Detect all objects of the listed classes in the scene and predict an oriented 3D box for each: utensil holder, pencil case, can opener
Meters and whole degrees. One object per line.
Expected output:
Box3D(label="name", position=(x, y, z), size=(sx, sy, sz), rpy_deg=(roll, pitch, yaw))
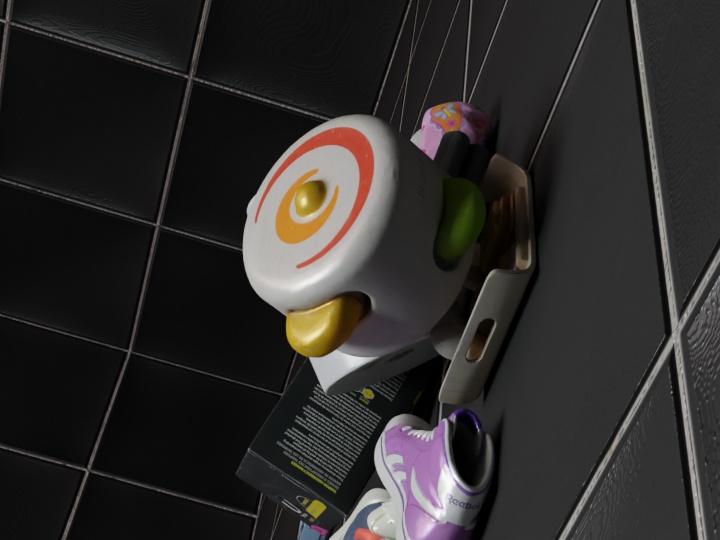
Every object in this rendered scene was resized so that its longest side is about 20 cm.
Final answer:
Box3D(label="utensil holder", position=(0.000, 0.000, 1.348), size=(0.170, 0.168, 0.202), rpy_deg=(120, 128, -70))
Box3D(label="pencil case", position=(0.096, -0.092, 1.477), size=(0.088, 0.086, 0.202), rpy_deg=(112, 171, -49))
Box3D(label="can opener", position=(0.074, -0.031, 1.238), size=(0.066, 0.052, 0.202), rpy_deg=(-6, 60, 53))

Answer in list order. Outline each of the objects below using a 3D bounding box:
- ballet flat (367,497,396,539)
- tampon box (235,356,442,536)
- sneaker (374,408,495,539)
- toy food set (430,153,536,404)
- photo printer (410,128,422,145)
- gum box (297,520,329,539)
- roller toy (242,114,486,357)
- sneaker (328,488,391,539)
Box3D(label="ballet flat", position=(0.029, 0.258, 1.233), size=(0.072, 0.071, 0.203), rpy_deg=(-99, 25, -78))
Box3D(label="tampon box", position=(-0.026, 0.161, 1.465), size=(0.201, 0.125, 0.150), rpy_deg=(-56, -2, -20))
Box3D(label="sneaker", position=(0.070, 0.151, 1.124), size=(0.201, 0.072, 0.115), rpy_deg=(-110, 38, -64))
Box3D(label="toy food set", position=(0.103, 0.004, 1.205), size=(0.201, 0.060, 0.145), rpy_deg=(-82, 9, -56))
Box3D(label="photo printer", position=(0.075, -0.079, 1.723), size=(0.167, 0.069, 0.202), rpy_deg=(-85, 12, -65))
Box3D(label="gum box", position=(-0.047, 0.301, 2.062), size=(0.201, 0.044, 0.171), rpy_deg=(-81, 8, -47))
Box3D(label="roller toy", position=(-0.007, -0.031, 1.164), size=(0.201, 0.139, 0.182), rpy_deg=(-51, 38, 4))
Box3D(label="sneaker", position=(-0.001, 0.304, 1.364), size=(0.201, 0.074, 0.085), rpy_deg=(109, 174, -47))
